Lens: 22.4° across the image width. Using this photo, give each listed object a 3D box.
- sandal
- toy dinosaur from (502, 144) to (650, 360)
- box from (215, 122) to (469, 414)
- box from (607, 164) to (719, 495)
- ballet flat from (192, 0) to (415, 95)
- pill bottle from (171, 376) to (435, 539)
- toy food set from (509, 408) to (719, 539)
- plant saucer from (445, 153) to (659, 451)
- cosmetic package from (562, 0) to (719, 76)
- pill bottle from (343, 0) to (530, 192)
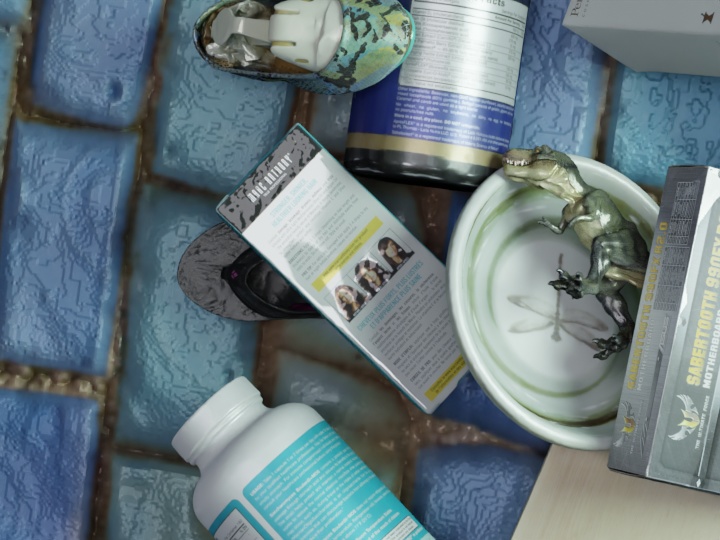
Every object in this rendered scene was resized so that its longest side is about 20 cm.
[{"bbox_3d":[-0.034,0.004,1.276,0.199,0.048,0.076,7,91,10],"label":"sandal"},{"bbox_3d":[0.163,0.002,1.179,0.200,0.047,0.088,44,53,-13],"label":"toy dinosaur"},{"bbox_3d":[0.000,0.000,1.234,0.200,0.049,0.082,44,85,-1],"label":"box"},{"bbox_3d":[0.253,0.047,1.171,0.158,0.048,0.201,13,87,-24],"label":"box"},{"bbox_3d":[-0.047,-0.155,1.216,0.199,0.074,0.075,3,90,53],"label":"ballet flat"},{"bbox_3d":[-0.038,0.168,1.243,0.111,0.111,0.200,-44,82,7],"label":"pill bottle"},{"bbox_3d":[0.167,0.198,1.236,0.143,0.060,0.201,23,95,-1],"label":"toy food set"},{"bbox_3d":[0.135,0.024,1.210,0.199,0.050,0.201,8,72,-26],"label":"plant saucer"},{"bbox_3d":[0.235,-0.182,1.149,0.199,0.085,0.108,12,81,51],"label":"cosmetic package"},{"bbox_3d":[0.056,-0.158,1.229,0.111,0.112,0.201,8,90,11],"label":"pill bottle"}]
